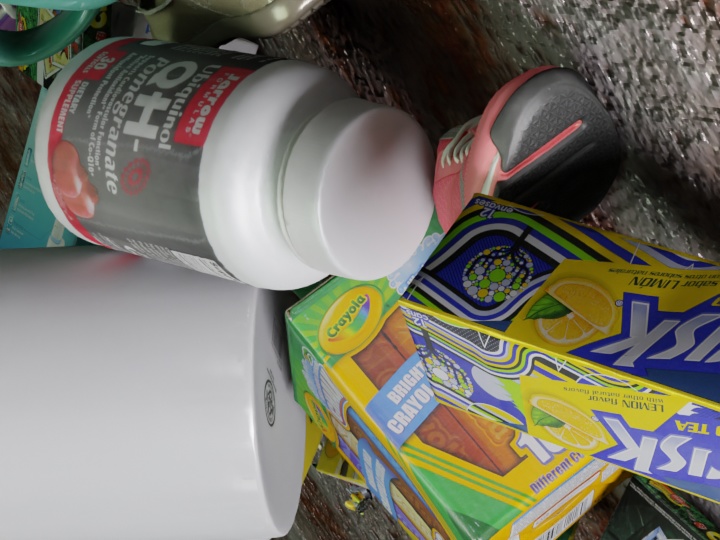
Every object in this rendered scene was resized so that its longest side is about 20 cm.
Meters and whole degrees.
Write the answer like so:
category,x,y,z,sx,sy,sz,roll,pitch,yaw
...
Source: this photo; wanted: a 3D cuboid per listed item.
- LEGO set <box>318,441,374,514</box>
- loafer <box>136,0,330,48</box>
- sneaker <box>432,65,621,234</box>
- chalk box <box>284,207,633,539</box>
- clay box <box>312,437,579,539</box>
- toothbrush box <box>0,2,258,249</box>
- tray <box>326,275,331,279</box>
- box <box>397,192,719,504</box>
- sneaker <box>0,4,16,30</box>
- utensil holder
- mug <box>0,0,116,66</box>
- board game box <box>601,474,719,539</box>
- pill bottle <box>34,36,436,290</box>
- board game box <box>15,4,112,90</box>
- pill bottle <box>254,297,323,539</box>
category,x,y,z,sx,sy,sz,roll,pitch,yaw
LEGO set,-0.049,0.099,1.490,0.154,0.116,0.200,47,164,25
loafer,-0.066,-0.157,1.066,0.069,0.075,0.200,60,157,-14
sneaker,0.059,-0.039,0.925,0.087,0.073,0.201,52,165,23
chalk box,0.041,0.050,1.077,0.200,0.125,0.124,48,165,18
clay box,0.049,0.123,1.268,0.114,0.048,0.200,20,174,-16
toothbrush box,-0.151,-0.063,1.287,0.085,0.202,0.146,13,-176,-27
tray,0.000,0.000,1.259,0.098,0.037,0.201,25,148,51
box,0.118,0.037,0.795,0.199,0.064,0.070,17,147,31
sneaker,-0.216,-0.204,1.350,0.073,0.114,0.201,51,164,17
utensil holder,-0.139,0.069,1.115,0.170,0.198,0.172,-2,-90,-81
mug,-0.157,-0.206,1.080,0.185,0.113,0.153,119,156,-69
board game box,0.182,0.200,1.017,0.023,0.105,0.200,8,-155,-42
pill bottle,-0.061,-0.052,1.018,0.199,0.111,0.111,13,140,43
board game box,-0.172,-0.202,1.204,0.105,0.023,0.202,35,126,55
pill bottle,-0.076,0.084,1.300,0.115,0.114,0.200,58,-159,-15
